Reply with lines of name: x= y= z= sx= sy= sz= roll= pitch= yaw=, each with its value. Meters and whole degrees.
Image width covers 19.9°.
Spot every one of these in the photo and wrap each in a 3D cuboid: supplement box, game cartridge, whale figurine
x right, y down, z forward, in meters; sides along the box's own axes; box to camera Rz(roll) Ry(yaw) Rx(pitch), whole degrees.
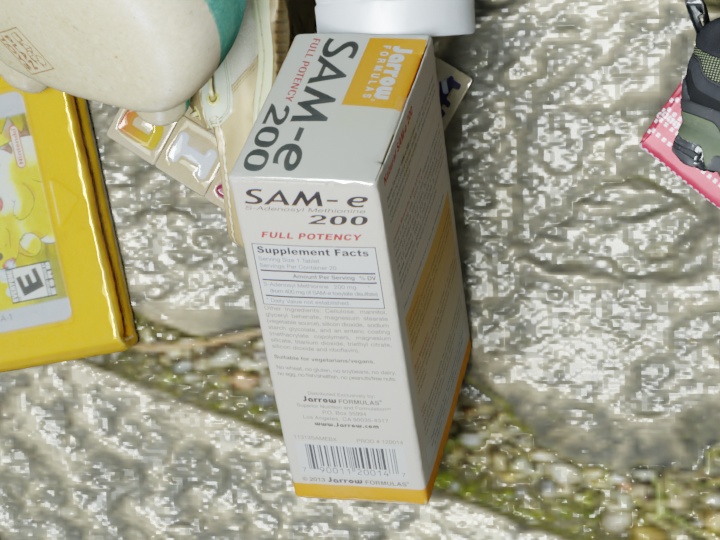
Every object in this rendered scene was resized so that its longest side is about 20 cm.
supplement box: x=0.000 y=0.000 z=1.009 sx=0.073 sy=0.126 sz=0.201 roll=2 pitch=128 yaw=15
game cartridge: x=-0.237 y=-0.025 z=1.159 sx=0.199 sy=0.032 sz=0.177 roll=-11 pitch=94 yaw=15
whale figurine: x=-0.134 y=-0.145 z=1.030 sx=0.159 sy=0.200 sz=0.104 roll=47 pitch=63 yaw=-20

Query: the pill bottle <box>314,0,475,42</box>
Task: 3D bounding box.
pill bottle: x=0.012 y=-0.216 z=1.025 sx=0.112 sy=0.112 sz=0.201 roll=-3 pitch=97 yaw=15

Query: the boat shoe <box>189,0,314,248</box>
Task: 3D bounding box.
boat shoe: x=-0.062 y=-0.107 z=1.077 sx=0.066 sy=0.074 sz=0.201 roll=-1 pitch=86 yaw=20

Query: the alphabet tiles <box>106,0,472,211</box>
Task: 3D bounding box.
alphabet tiles: x=-0.047 y=-0.111 z=1.109 sx=0.200 sy=0.006 sz=0.167 roll=32 pitch=105 yaw=9

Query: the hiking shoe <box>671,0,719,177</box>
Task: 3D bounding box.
hiking shoe: x=0.244 y=-0.091 z=0.970 sx=0.199 sy=0.076 sz=0.101 roll=3 pitch=97 yaw=23

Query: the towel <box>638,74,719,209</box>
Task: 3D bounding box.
towel: x=0.254 y=-0.100 z=1.024 sx=0.144 sy=0.022 sz=0.200 roll=38 pitch=107 yaw=5
